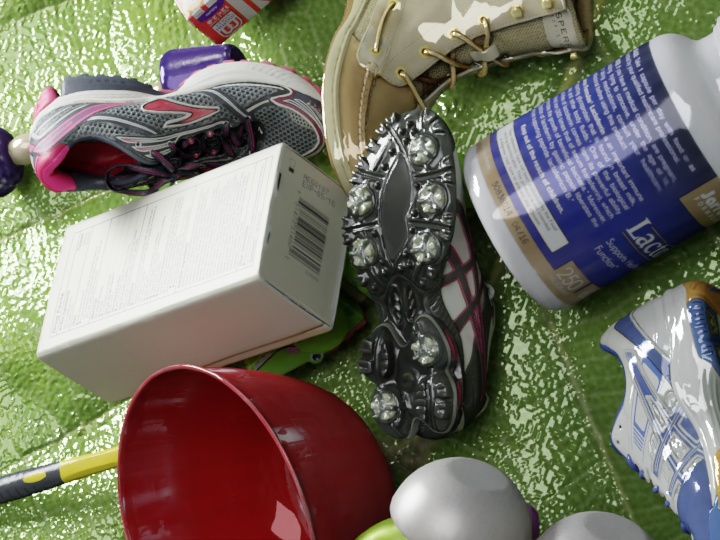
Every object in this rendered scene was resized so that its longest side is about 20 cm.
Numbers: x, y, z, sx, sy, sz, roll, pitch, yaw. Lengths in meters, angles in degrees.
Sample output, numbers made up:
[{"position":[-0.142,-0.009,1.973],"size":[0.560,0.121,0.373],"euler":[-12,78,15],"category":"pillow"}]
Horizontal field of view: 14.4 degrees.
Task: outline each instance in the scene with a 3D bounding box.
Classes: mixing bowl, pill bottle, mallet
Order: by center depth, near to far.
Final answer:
[{"position":[0.171,-0.071,1.708],"size":[0.199,0.116,0.116],"euler":[-31,65,15],"category":"pill bottle"},{"position":[-0.049,0.142,1.733],"size":[0.200,0.108,0.202],"euler":[23,120,46],"category":"mixing bowl"},{"position":[-0.188,0.121,1.871],"size":[0.199,0.041,0.066],"euler":[-9,73,27],"category":"mallet"}]

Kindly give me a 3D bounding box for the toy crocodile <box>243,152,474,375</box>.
[{"position":[0.000,0.000,1.804],"size":[0.200,0.062,0.068],"euler":[-46,30,9],"category":"toy crocodile"}]

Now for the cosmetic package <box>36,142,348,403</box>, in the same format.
[{"position":[-0.105,0.004,1.798],"size":[0.199,0.073,0.104],"euler":[-19,49,40],"category":"cosmetic package"}]

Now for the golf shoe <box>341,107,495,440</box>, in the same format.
[{"position":[0.040,0.002,1.742],"size":[0.077,0.088,0.202],"euler":[0,92,32],"category":"golf shoe"}]

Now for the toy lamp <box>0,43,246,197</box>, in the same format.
[{"position":[-0.166,-0.103,1.913],"size":[0.199,0.058,0.059],"euler":[-19,68,22],"category":"toy lamp"}]

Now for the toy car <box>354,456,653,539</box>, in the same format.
[{"position":[0.088,0.195,1.647],"size":[0.199,0.150,0.176],"euler":[21,114,8],"category":"toy car"}]

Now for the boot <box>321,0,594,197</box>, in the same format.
[{"position":[0.064,-0.134,1.786],"size":[0.154,0.073,0.201],"euler":[-3,51,22],"category":"boot"}]

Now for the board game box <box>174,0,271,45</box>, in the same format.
[{"position":[-0.093,-0.273,1.918],"size":[0.151,0.046,0.200],"euler":[-39,56,10],"category":"board game box"}]

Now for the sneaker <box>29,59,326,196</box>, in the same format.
[{"position":[-0.114,-0.081,1.840],"size":[0.198,0.081,0.075],"euler":[-6,37,5],"category":"sneaker"}]

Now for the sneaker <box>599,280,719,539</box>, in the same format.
[{"position":[0.195,0.110,1.679],"size":[0.088,0.075,0.201],"euler":[-24,59,30],"category":"sneaker"}]
